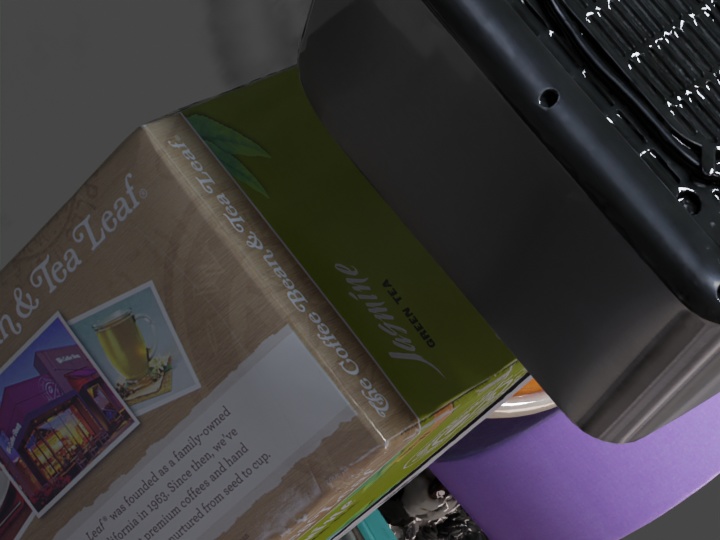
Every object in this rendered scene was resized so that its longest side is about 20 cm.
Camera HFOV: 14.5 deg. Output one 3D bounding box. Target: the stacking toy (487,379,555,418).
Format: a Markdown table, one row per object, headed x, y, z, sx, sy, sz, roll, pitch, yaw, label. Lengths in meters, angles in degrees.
| x | y | z | sx | sy | sz | roll | pitch | yaw | label |
| --- | --- | --- | --- | --- | --- | --- | --- | --- | --- |
| 0.062 | -0.051 | 1.082 | 0.146 | 0.146 | 0.200 | -33 | 159 | -35 | stacking toy |

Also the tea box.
| x | y | z | sx | sy | sz | roll | pitch | yaw | label |
| --- | --- | --- | --- | --- | --- | --- | --- | --- | --- |
| -0.044 | 0.035 | 0.999 | 0.200 | 0.134 | 0.197 | -43 | 171 | 34 | tea box |

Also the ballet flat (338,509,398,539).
| x | y | z | sx | sy | sz | roll | pitch | yaw | label |
| --- | --- | --- | --- | --- | --- | --- | --- | --- | --- |
| -0.032 | 0.081 | 1.168 | 0.064 | 0.200 | 0.067 | -32 | 153 | 14 | ballet flat |

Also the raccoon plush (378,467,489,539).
| x | y | z | sx | sy | sz | roll | pitch | yaw | label |
| --- | --- | --- | --- | --- | --- | --- | --- | --- | --- |
| 0.000 | 0.118 | 1.356 | 0.200 | 0.134 | 0.097 | -22 | -156 | 52 | raccoon plush |

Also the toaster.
| x | y | z | sx | sy | sz | roll | pitch | yaw | label |
| --- | --- | --- | --- | --- | --- | --- | --- | --- | --- |
| 0.107 | -0.064 | 0.867 | 0.181 | 0.200 | 0.119 | -35 | 168 | -27 | toaster |

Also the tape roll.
| x | y | z | sx | sy | sz | roll | pitch | yaw | label |
| --- | --- | --- | --- | --- | --- | --- | --- | --- | --- |
| 0.118 | 0.036 | 1.236 | 0.200 | 0.066 | 0.200 | -39 | -167 | 11 | tape roll |
